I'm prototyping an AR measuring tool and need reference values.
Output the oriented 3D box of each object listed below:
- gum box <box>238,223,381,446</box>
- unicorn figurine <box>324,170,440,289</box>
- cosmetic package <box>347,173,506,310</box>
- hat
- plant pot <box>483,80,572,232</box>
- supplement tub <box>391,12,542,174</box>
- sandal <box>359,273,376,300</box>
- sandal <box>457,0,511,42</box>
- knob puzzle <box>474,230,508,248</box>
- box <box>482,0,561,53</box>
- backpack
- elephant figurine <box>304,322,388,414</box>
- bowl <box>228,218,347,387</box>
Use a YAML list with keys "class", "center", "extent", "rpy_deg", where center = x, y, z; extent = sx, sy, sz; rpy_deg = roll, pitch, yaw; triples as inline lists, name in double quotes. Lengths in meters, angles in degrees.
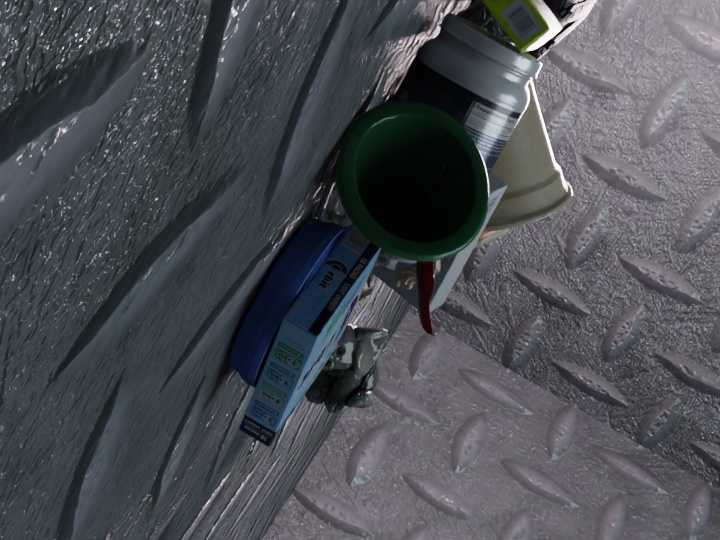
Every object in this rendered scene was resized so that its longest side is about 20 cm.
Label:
- class: "gum box"
  center: [-0.054, 0.071, 1.461]
  extent: [0.170, 0.045, 0.200]
  rpy_deg: [-55, 172, -44]
- class: "unicorn figurine"
  center: [0.019, -0.062, 1.499]
  extent: [0.137, 0.200, 0.074]
  rpy_deg: [-14, -135, 59]
- class: "cosmetic package"
  center: [0.076, -0.068, 1.692]
  extent: [0.052, 0.151, 0.200]
  rpy_deg: [-30, 153, -51]
- class: "hat"
  center: [0.032, -0.056, 1.435]
  extent: [0.176, 0.165, 0.200]
  rpy_deg: [133, -39, -65]
- class: "plant pot"
  center: [0.164, -0.170, 1.747]
  extent: [0.200, 0.200, 0.184]
  rpy_deg: [-51, 134, -59]
- class: "supplement tub"
  center: [0.105, -0.176, 1.530]
  extent: [0.200, 0.140, 0.140]
  rpy_deg: [-62, 174, 14]
- class: "sandal"
  center: [0.001, -0.001, 1.853]
  extent: [0.201, 0.057, 0.080]
  rpy_deg: [-57, 174, -30]
- class: "sandal"
  center: [0.159, -0.324, 1.722]
  extent: [0.201, 0.057, 0.080]
  rpy_deg: [-30, 122, -46]
- class: "knob puzzle"
  center: [0.092, -0.055, 2.035]
  extent: [0.220, 0.219, 0.030]
  rpy_deg: [-50, 136, -62]
- class: "box"
  center: [0.175, -0.312, 1.542]
  extent: [0.048, 0.122, 0.200]
  rpy_deg: [-36, -179, 16]
- class: "backpack"
  center: [0.328, -0.459, 2.205]
  extent: [0.200, 0.154, 0.163]
  rpy_deg: [-28, 153, -37]
- class: "elephant figurine"
  center: [-0.026, 0.117, 2.029]
  extent: [0.200, 0.141, 0.155]
  rpy_deg: [88, 0, -50]
- class: "bowl"
  center: [-0.080, 0.032, 1.459]
  extent: [0.201, 0.039, 0.201]
  rpy_deg: [-60, 175, -8]
